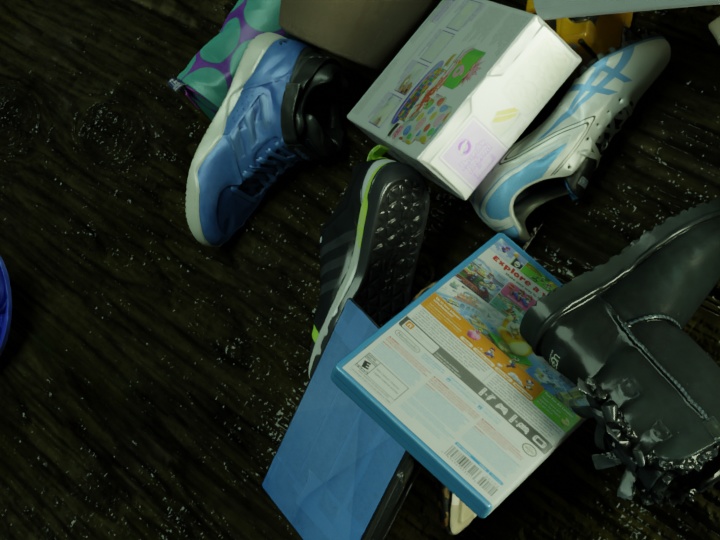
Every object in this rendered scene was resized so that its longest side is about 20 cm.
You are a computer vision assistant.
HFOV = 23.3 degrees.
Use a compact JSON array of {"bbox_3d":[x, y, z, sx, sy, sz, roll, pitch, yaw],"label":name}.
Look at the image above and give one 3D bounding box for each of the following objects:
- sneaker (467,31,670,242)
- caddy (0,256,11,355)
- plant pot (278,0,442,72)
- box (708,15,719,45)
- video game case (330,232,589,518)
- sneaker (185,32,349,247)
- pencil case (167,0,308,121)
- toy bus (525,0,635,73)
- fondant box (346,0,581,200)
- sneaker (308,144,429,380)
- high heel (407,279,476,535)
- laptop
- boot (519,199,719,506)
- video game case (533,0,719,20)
[{"bbox_3d":[0.173,-0.103,1.367,0.200,0.072,0.073,-44,70,5],"label":"sneaker"},{"bbox_3d":[-0.423,0.033,1.745,0.199,0.104,0.143,16,98,44],"label":"caddy"},{"bbox_3d":[0.011,-0.273,1.535,0.200,0.199,0.176,31,103,46],"label":"plant pot"},{"bbox_3d":[0.328,-0.109,1.215,0.077,0.095,0.201,-35,48,14],"label":"box"},{"bbox_3d":[0.092,0.067,1.222,0.143,0.018,0.200,41,49,14],"label":"video game case"},{"bbox_3d":[-0.077,-0.106,1.560,0.111,0.077,0.202,22,88,35],"label":"sneaker"},{"bbox_3d":[-0.091,-0.229,1.646,0.092,0.085,0.201,35,88,39],"label":"pencil case"},{"bbox_3d":[0.188,-0.255,1.443,0.078,0.065,0.202,-7,59,37],"label":"toy bus"},{"bbox_3d":[0.079,-0.147,1.421,0.145,0.058,0.200,-50,21,0],"label":"fondant box"},{"bbox_3d":[0.000,0.000,1.421,0.083,0.071,0.202,26,97,55],"label":"sneaker"},{"bbox_3d":[0.064,0.102,1.330,0.142,0.071,0.202,-3,63,50],"label":"high heel"},{"bbox_3d":[-0.025,0.154,1.275,0.115,0.200,0.189,28,114,7],"label":"laptop"},{"bbox_3d":[0.223,0.057,1.203,0.197,0.074,0.163,-29,61,-18],"label":"boot"},{"bbox_3d":[0.256,-0.230,1.300,0.181,0.023,0.199,-28,18,-29],"label":"video game case"}]
